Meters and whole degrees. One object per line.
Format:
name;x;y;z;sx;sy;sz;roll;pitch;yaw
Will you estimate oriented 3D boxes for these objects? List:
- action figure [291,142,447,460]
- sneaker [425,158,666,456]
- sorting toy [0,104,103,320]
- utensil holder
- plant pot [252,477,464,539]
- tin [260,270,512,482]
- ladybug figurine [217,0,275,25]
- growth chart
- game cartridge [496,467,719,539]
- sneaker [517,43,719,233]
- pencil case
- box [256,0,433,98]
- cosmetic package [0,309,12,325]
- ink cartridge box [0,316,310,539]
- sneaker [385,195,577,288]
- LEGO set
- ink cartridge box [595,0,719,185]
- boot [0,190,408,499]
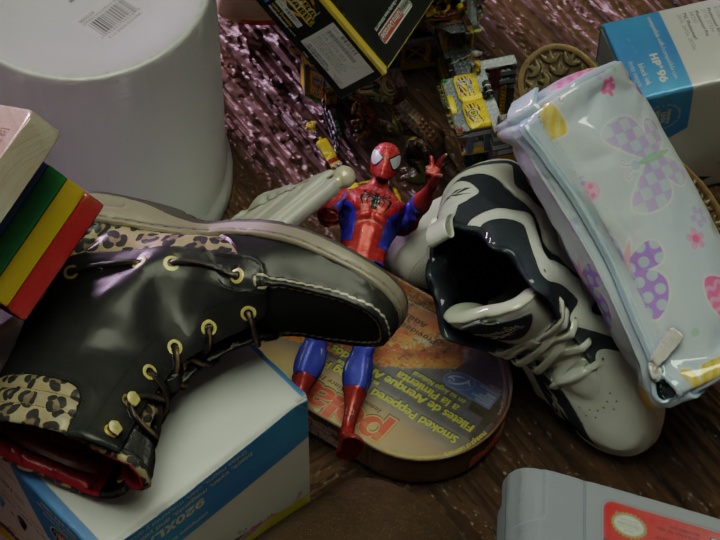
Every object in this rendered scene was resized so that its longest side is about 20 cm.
action figure;0.000;0.000;1.449;0.065;0.099;0.200;14;62;-2
sneaker;0.099;0.037;1.430;0.199;0.079;0.130;63;28;-7
sorting toy;-0.220;0.016;1.242;0.070;0.200;0.199;37;82;-22
utensil holder;-0.166;-0.116;1.519;0.170;0.200;0.170;0;55;0
plant pot;-0.026;0.214;1.312;0.187;0.187;0.200;26;54;16
tin;-0.002;0.055;1.503;0.200;0.042;0.112;30;56;18
ladybug figurine;-0.040;-0.220;1.625;0.072;0.136;0.200;29;19;-3
growth chart;-0.080;-0.013;1.473;0.145;0.200;0.018;-40;99;-19
game cartridge;0.171;0.193;1.369;0.200;0.041;0.133;17;52;-14
sneaker;0.168;-0.053;1.488;0.067;0.090;0.200;-35;90;9
pencil case;0.155;-0.020;1.402;0.091;0.083;0.200;-28;91;-34
box;-0.011;-0.227;1.521;0.160;0.049;0.200;48;44;-15
cosmetic package;-0.248;0.003;1.445;0.090;0.107;0.200;-29;30;-19
ink cartridge box;-0.126;0.114;1.361;0.145;0.200;0.147;-38;64;-21
sneaker;0.123;0.002;1.520;0.200;0.074;0.116;-12;53;-11
LEGO set;0.036;-0.114;1.570;0.154;0.116;0.200;-4;55;-4
ink cartridge box;0.254;-0.120;1.579;0.200;0.116;0.068;-14;57;-9
boot;-0.089;0.044;1.242;0.200;0.073;0.151;15;57;13
